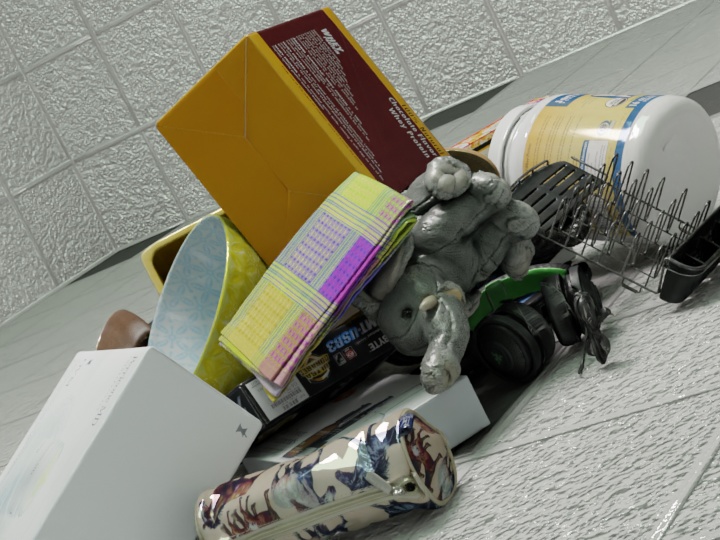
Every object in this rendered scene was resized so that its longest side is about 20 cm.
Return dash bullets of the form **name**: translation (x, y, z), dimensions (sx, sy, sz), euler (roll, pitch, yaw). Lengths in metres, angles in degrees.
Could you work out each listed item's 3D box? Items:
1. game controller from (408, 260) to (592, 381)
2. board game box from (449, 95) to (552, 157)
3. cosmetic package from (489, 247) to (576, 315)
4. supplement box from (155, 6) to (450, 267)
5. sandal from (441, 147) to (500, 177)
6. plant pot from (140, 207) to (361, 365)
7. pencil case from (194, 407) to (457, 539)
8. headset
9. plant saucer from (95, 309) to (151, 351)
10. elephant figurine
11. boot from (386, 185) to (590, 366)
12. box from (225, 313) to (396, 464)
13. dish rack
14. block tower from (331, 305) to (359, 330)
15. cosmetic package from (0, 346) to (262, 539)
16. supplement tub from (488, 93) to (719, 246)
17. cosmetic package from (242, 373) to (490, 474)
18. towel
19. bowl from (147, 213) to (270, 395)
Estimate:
- **game controller**: translation (0.132, 0.051, 1.678), dimensions (0.200, 0.042, 0.104), euler (-32, 11, -33)
- **board game box**: translation (0.161, -0.083, 1.998), dimensions (0.199, 0.152, 0.046), euler (-30, 10, -22)
- **cosmetic package**: translation (0.118, -0.010, 1.853), dimensions (0.200, 0.108, 0.085), euler (-32, 9, -36)
- **supplement box**: translation (-0.049, -0.122, 1.694), dimensions (0.133, 0.198, 0.200), euler (-40, -1, 26)
- **sandal**: translation (0.066, -0.083, 1.830), dimensions (0.211, 0.078, 0.070), euler (-28, 12, 38)
- **plant pot**: translation (-0.087, 0.046, 1.874), dimensions (0.193, 0.196, 0.200), euler (-28, -18, -2)
- **pencil case**: translation (-0.029, 0.172, 1.350), dimensions (0.199, 0.078, 0.089), euler (-24, 1, 18)
- **headset**: translation (0.155, 0.034, 1.536), dimensions (0.123, 0.094, 0.200), euler (-30, 26, -14)
- **plant saucer**: translation (-0.221, 0.138, 1.771), dimensions (0.032, 0.202, 0.200), euler (-3, 14, 11)
- **elephant figurine**: translation (0.053, 0.013, 1.509), dimensions (0.201, 0.141, 0.155), euler (-58, -11, -20)
- **boot**: translation (0.109, 0.000, 1.693), dimensions (0.211, 0.080, 0.158), euler (-33, -6, -35)
- **box**: translation (-0.070, 0.120, 1.635), dimensions (0.198, 0.050, 0.200), euler (-26, -11, -40)
- **dish rack**: translation (0.232, -0.050, 1.583), dimensions (0.199, 0.055, 0.153), euler (28, 35, 20)
- **block tower**: translation (0.000, 0.000, 1.675), dimensions (0.054, 0.058, 0.200), euler (-38, 2, 16)
- **cosmetic package**: translation (-0.210, 0.178, 1.469), dimensions (0.200, 0.123, 0.200), euler (-60, 21, -17)
- **supplement tub**: translation (0.239, -0.102, 1.766), dimensions (0.199, 0.145, 0.144), euler (6, 31, 45)
- **cosmetic package**: translation (0.000, 0.144, 1.513), dimensions (0.150, 0.052, 0.200), euler (-28, 8, -22)
- **towel**: translation (-0.039, 0.009, 1.512), dimensions (0.200, 0.023, 0.144), euler (-53, 28, -2)
- **bowl**: translation (-0.120, 0.057, 1.693), dimensions (0.200, 0.107, 0.201), euler (-51, 29, 43)
